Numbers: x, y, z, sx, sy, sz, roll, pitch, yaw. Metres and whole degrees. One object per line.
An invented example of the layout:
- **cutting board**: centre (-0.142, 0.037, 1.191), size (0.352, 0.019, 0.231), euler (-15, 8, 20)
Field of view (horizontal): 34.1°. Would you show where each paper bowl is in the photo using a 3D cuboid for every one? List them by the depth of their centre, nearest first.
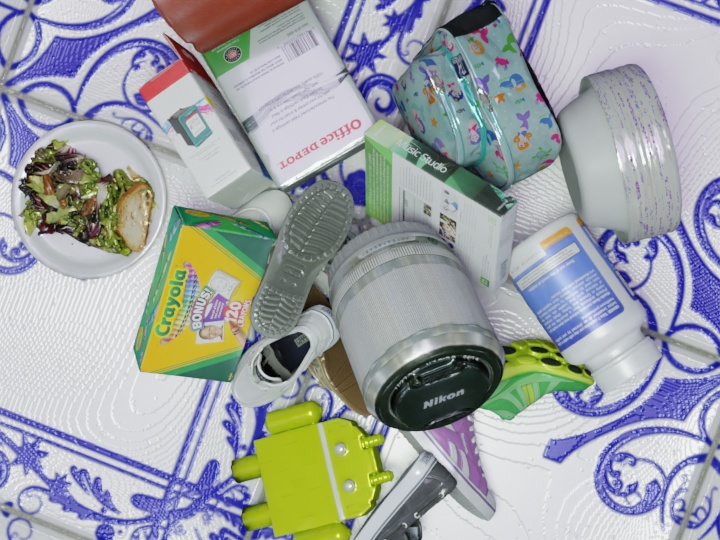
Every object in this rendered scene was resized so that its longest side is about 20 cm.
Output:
- **paper bowl**: centre (0.290, -0.129, 1.353), size (0.104, 0.201, 0.201), euler (-15, 89, 3)

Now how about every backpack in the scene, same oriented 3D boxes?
- **backpack**: centre (0.138, -0.187, 1.369), size (0.150, 0.178, 0.200), euler (-34, 91, -13)

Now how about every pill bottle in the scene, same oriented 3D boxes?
- **pill bottle**: centre (0.264, 0.041, 1.390), size (0.112, 0.112, 0.200), euler (-33, 81, 3)

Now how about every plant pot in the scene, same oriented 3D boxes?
- **plant pot**: centre (-0.140, -0.359, 1.332), size (0.195, 0.201, 0.201), euler (-31, 88, 13)

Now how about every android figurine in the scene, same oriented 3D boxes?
- **android figurine**: centre (-0.057, 0.252, 1.439), size (0.200, 0.041, 0.182), euler (-15, 78, 14)

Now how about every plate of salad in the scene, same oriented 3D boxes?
- **plate of salad**: centre (-0.343, -0.089, 1.470), size (0.200, 0.048, 0.200), euler (0, 91, 4)

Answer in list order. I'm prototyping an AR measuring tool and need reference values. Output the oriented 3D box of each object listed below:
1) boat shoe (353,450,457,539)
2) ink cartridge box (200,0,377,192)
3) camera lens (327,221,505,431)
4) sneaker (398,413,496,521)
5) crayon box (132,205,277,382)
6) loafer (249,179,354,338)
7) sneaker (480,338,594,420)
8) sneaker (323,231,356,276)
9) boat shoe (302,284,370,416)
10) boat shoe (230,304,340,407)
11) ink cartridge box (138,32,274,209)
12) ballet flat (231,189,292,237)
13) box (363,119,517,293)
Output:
- **boat shoe**: centre (0.049, 0.300, 1.409), size (0.066, 0.070, 0.200), euler (37, 116, 5)
- **ink cartridge box**: centre (-0.082, -0.214, 1.435), size (0.147, 0.083, 0.200), euler (-29, 87, 3)
- **camera lens**: centre (0.059, 0.064, 1.305), size (0.160, 0.160, 0.200), euler (-25, 51, 3)
- **sneaker**: centre (0.127, 0.202, 1.432), size (0.114, 0.073, 0.201), euler (-39, 100, -16)
- **crayon box**: centre (-0.187, 0.030, 1.403), size (0.119, 0.058, 0.200), euler (9, 113, -24)
- **loafer**: centre (-0.076, -0.016, 1.363), size (0.075, 0.070, 0.200), euler (32, 79, -12)
- **sneaker**: centre (0.186, 0.133, 1.412), size (0.200, 0.074, 0.084), euler (-1, 124, -23)
- **sneaker**: centre (0.000, 0.000, 1.431), size (0.200, 0.082, 0.070), euler (33, 89, 2)
- **boat shoe**: centre (-0.040, 0.093, 1.452), size (0.073, 0.063, 0.200), euler (-35, 91, -23)
- **boat shoe**: centre (-0.105, 0.109, 1.403), size (0.074, 0.065, 0.200), euler (48, 128, 6)
- **ink cartridge box**: centre (-0.193, -0.178, 1.420), size (0.067, 0.116, 0.200), euler (-34, 81, 7)
- **ballet flat**: centre (-0.165, -0.025, 1.450), size (0.200, 0.069, 0.069), euler (-40, 88, 3)
- **box**: centre (0.089, -0.074, 1.369), size (0.200, 0.144, 0.036), euler (33, 60, 23)
